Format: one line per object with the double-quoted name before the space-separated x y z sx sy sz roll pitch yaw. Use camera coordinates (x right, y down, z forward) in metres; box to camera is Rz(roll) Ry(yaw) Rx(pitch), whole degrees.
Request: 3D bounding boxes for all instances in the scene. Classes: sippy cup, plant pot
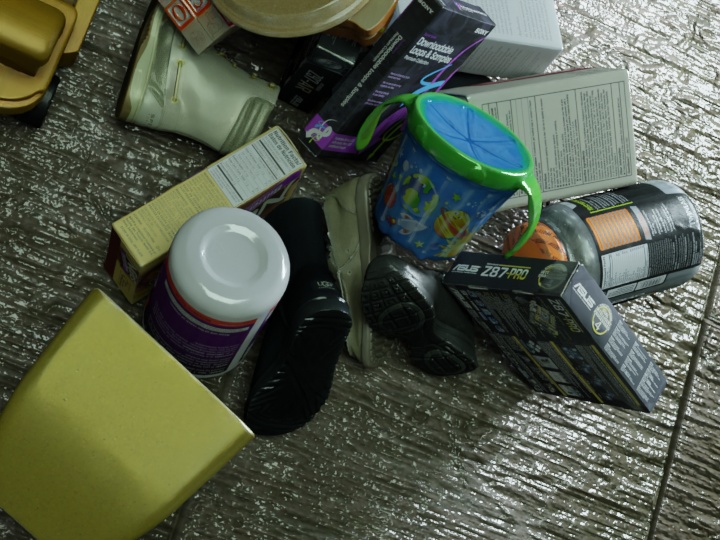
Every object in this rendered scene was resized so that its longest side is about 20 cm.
"sippy cup" 0.082 -0.085 1.473 0.139 0.131 0.178 7 35 -37
"plant pot" -0.245 0.160 1.375 0.194 0.195 0.200 44 78 -5

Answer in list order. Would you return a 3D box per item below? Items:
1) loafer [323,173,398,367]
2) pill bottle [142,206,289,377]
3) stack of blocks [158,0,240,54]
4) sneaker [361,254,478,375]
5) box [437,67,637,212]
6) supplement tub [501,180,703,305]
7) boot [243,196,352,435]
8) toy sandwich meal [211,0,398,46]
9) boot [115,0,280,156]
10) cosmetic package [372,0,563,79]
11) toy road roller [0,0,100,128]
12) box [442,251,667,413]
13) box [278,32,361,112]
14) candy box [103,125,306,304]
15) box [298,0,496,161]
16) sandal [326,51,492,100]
"loafer" 0.000 0.000 1.550 0.076 0.068 0.201 -5 94 -57
"pill bottle" -0.143 0.030 1.416 0.112 0.200 0.113 9 61 -16
"stack of blocks" -0.127 -0.317 1.523 0.115 0.059 0.200 53 44 -6
"sneaker" 0.060 0.031 1.529 0.200 0.076 0.091 50 38 -49
"box" 0.183 -0.142 1.603 0.199 0.109 0.128 -11 103 -21
"supplement tub" 0.259 -0.022 1.602 0.199 0.122 0.123 -13 83 -28
"boot" -0.073 0.045 1.501 0.076 0.200 0.168 7 41 -22
"toy sandwich meal" -0.053 -0.296 1.446 0.204 0.070 0.206 -3 66 8
"boot" -0.154 -0.221 1.545 0.154 0.072 0.201 21 72 -16
"cosmetic package" 0.113 -0.276 1.626 0.199 0.071 0.102 5 62 -23
"toy road roller" -0.328 -0.247 1.449 0.123 0.146 0.201 23 72 -13
"box" 0.198 0.062 1.514 0.200 0.161 0.049 48 65 -34
"box" -0.017 -0.281 1.555 0.043 0.160 0.201 25 71 -12
"candy box" -0.156 -0.055 1.480 0.200 0.117 0.057 -32 81 -22
"box" 0.039 -0.194 1.514 0.036 0.143 0.200 47 111 17
"sandal" 0.059 -0.203 1.626 0.199 0.043 0.076 0 78 -19
